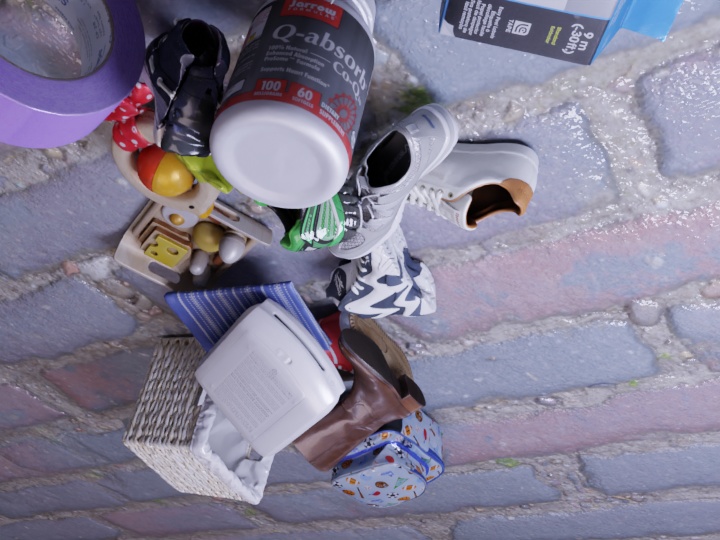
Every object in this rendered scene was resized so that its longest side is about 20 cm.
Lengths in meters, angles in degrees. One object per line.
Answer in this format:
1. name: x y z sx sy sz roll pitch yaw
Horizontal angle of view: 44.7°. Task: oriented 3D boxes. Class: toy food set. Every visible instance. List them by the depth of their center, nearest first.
1. toy food set: -0.216 -0.029 1.108 0.142 0.061 0.200 28 141 -22

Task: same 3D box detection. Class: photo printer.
1. photo printer: -0.116 0.137 1.133 0.167 0.069 0.200 49 136 3

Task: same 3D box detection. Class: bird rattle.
1. bird rattle: -0.212 -0.123 0.928 0.198 0.114 0.164 16 143 -5

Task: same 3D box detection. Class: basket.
1. basket: -0.235 0.227 1.352 0.159 0.200 0.201 -2 143 22

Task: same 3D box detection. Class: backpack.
1. backpack: 0.045 0.289 1.405 0.199 0.156 0.190 -21 144 34

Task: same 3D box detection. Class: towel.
1. towel: -0.150 0.066 1.175 0.198 0.024 0.145 -5 139 23

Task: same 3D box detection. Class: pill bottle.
1. pill bottle: -0.049 -0.163 0.746 0.114 0.202 0.116 8 145 6

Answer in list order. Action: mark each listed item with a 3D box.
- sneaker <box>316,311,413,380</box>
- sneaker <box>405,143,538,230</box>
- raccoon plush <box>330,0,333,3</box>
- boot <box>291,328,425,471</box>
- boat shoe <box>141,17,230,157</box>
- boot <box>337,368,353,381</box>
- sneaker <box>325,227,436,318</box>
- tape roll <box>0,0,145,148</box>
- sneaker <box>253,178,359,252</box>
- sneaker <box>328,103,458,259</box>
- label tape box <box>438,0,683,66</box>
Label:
1. sneaker: -0.007 0.132 1.259 0.111 0.072 0.201 -15 129 28
2. sneaker: 0.083 -0.087 0.916 0.198 0.085 0.073 -1 145 24
3. raccoon plush: -0.065 -0.246 0.692 0.096 0.135 0.199 30 141 -26
4. boot: -0.036 0.186 1.199 0.199 0.065 0.186 -33 122 18
5. boat shoe: -0.151 -0.189 0.780 0.074 0.201 0.093 7 126 -24
6. boot: -0.093 0.177 1.280 0.197 0.147 0.071 14 141 -4
7. sneaker: 0.000 0.000 1.064 0.128 0.080 0.199 -16 147 21
8. tape roll: -0.288 -0.211 0.753 0.199 0.202 0.065 34 141 -28
9. sneaker: -0.075 -0.114 0.860 0.085 0.202 0.078 -22 174 -32
10. sneaker: 0.012 -0.089 0.888 0.075 0.082 0.201 47 125 18
11. label tape box: 0.172 -0.241 0.691 0.197 0.067 0.144 14 145 1
